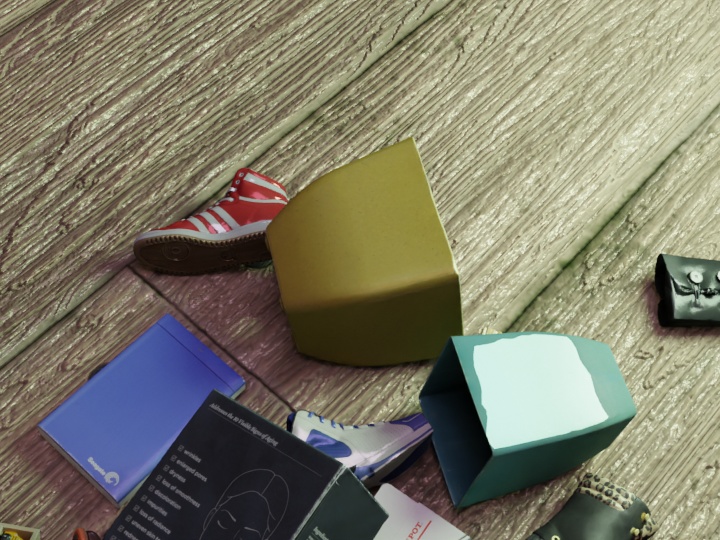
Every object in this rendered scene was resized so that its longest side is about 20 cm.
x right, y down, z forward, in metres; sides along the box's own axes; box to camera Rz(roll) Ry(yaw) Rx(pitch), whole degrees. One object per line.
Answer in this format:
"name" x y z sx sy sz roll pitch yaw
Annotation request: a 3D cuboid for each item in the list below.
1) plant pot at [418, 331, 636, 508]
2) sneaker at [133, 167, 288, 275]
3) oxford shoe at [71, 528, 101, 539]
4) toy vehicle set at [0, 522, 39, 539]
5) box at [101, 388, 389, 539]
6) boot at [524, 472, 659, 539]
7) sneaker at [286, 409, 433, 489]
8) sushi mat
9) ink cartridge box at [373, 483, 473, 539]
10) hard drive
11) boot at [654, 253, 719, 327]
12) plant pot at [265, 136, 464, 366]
"plant pot" 0.191 0.155 1.323 0.197 0.142 0.143 -7 58 -20
"sneaker" -0.181 -0.063 1.475 0.197 0.072 0.114 -5 51 -3
"oxford shoe" -0.240 0.351 1.212 0.072 0.071 0.201 -10 61 -36
"toy vehicle set" -0.404 0.320 1.173 0.122 0.027 0.201 9 28 -1
"box" -0.115 0.257 1.181 0.199 0.124 0.198 23 70 38
"boot" 0.272 0.323 1.275 0.199 0.074 0.151 34 60 22
"sneaker" -0.023 0.193 1.319 0.198 0.081 0.116 -28 66 -20
"sushi mat" 0.163 0.161 1.399 0.095 0.012 0.202 19 58 4
"ink cartridge box" 0.074 0.330 1.248 0.199 0.068 0.116 33 60 14
"hard drive" -0.246 0.154 1.353 0.132 0.025 0.200 38 61 17
"boot" 0.469 -0.003 1.514 0.197 0.066 0.167 -1 55 -1
"plant pot" 0.000 0.000 1.389 0.197 0.195 0.197 -16 59 -2
